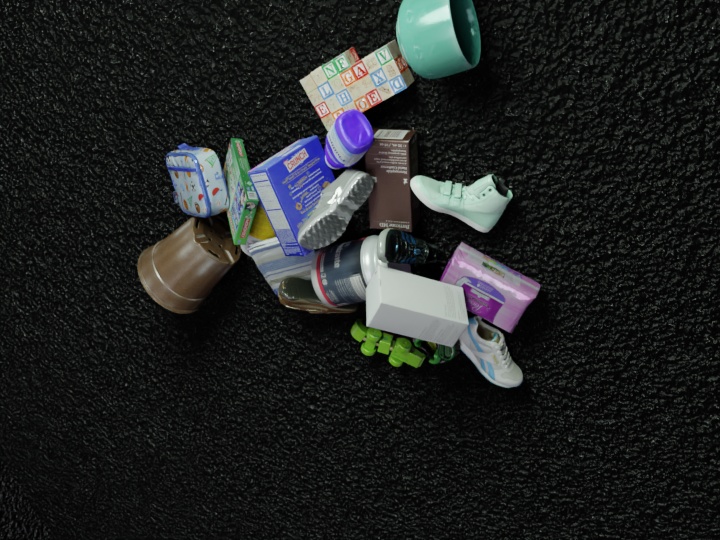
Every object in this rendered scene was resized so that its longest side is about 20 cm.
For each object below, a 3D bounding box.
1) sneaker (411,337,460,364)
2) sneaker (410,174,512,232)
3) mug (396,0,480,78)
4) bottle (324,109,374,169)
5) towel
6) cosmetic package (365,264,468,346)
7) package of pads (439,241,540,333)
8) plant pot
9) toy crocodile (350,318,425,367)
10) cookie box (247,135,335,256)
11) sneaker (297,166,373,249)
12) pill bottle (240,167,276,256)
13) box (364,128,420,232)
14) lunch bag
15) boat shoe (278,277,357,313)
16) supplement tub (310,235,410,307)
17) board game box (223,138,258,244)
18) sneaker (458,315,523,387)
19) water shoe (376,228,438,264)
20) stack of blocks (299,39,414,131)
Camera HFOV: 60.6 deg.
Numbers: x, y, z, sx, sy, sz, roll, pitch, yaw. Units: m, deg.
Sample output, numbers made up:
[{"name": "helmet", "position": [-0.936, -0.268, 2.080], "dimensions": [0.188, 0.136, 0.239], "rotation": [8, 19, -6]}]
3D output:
[{"name": "sneaker", "position": [0.145, 0.122, 1.414], "dimensions": [0.201, 0.085, 0.078], "rotation": [54, 138, 17]}, {"name": "sneaker", "position": [0.205, -0.166, 1.230], "dimensions": [0.198, 0.074, 0.119], "rotation": [24, 133, -12]}, {"name": "mug", "position": [0.134, -0.428, 1.080], "dimensions": [0.113, 0.187, 0.152], "rotation": [-8, 141, 30]}, {"name": "bottle", "position": [-0.031, -0.252, 1.236], "dimensions": [0.084, 0.065, 0.200], "rotation": [59, 165, -3]}, {"name": "towel", "position": [-0.167, -0.013, 1.461], "dimensions": [0.144, 0.024, 0.201], "rotation": [-14, 141, 7]}, {"name": "cosmetic package", "position": [0.115, 0.074, 1.274], "dimensions": [0.197, 0.109, 0.085], "rotation": [15, 134, -13]}, {"name": "package of pads", "position": [0.273, 0.039, 1.335], "dimensions": [0.198, 0.076, 0.122], "rotation": [28, 127, 6]}, {"name": "plant pot", "position": [-0.413, -0.031, 1.531], "dimensions": [0.197, 0.201, 0.201], "rotation": [-37, 101, 28]}, {"name": "toy crocodile", "position": [0.067, 0.183, 1.529], "dimensions": [0.197, 0.062, 0.068], "rotation": [21, 126, 4]}, {"name": "cookie box", "position": [-0.126, -0.160, 1.322], "dimensions": [0.074, 0.171, 0.202], "rotation": [0, 121, 43]}, {"name": "sneaker", "position": [-0.058, -0.128, 1.273], "dimensions": [0.200, 0.082, 0.075], "rotation": [-46, 134, -1]}, {"name": "pill bottle", "position": [-0.220, -0.130, 1.425], "dimensions": [0.110, 0.112, 0.202], "rotation": [26, 126, 7]}, {"name": "box", "position": [0.067, -0.188, 1.289], "dimensions": [0.099, 0.075, 0.203], "rotation": [6, 123, 20]}, {"name": "lunch bag", "position": [-0.381, -0.209, 1.423], "dimensions": [0.199, 0.075, 0.163], "rotation": [15, 124, 51]}, {"name": "boat shoe", "position": [-0.106, 0.067, 1.503], "dimensions": [0.197, 0.077, 0.074], "rotation": [13, 144, -12]}, {"name": "supplement tub", "position": [0.000, 0.000, 1.390], "dimensions": [0.197, 0.141, 0.142], "rotation": [-12, 114, 29]}, {"name": "board game box", "position": [-0.274, -0.177, 1.377], "dimensions": [0.029, 0.202, 0.135], "rotation": [-1, 140, -26]}, {"name": "sneaker", "position": [0.304, 0.189, 1.411], "dimensions": [0.200, 0.077, 0.081], "rotation": [43, 134, -5]}, {"name": "water shoe", "position": [0.103, -0.049, 1.292], "dimensions": [0.078, 0.199, 0.073], "rotation": [4, 92, 29]}, {"name": "stack of blocks", "position": [-0.007, -0.375, 1.215], "dimensions": [0.198, 0.059, 0.116], "rotation": [-20, 110, 32]}]
